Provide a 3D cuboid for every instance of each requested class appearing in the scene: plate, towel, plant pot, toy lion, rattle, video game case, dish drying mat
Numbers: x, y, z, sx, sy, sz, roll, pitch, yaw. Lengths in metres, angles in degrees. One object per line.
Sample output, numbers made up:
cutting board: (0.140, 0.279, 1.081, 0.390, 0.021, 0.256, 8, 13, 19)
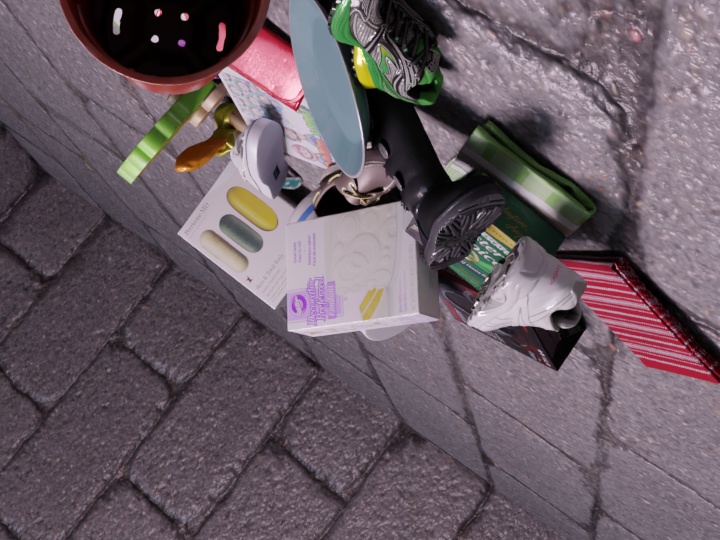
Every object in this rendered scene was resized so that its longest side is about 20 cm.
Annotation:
plate: (-0.027, -0.194, 1.065, 0.200, 0.025, 0.201, 159, 90, -78)
towel: (0.161, -0.083, 1.097, 0.149, 0.031, 0.200, 36, 165, 0)
plant pot: (-0.197, -0.272, 1.058, 0.200, 0.201, 0.195, 39, 174, -6)
toy lion: (-0.283, -0.205, 1.502, 0.069, 0.192, 0.200, 40, 168, -12)
rattle: (-0.178, -0.146, 1.561, 0.129, 0.144, 0.200, 14, 154, 16)
towel: (0.307, 0.050, 1.157, 0.200, 0.023, 0.144, 44, 168, -17)
video game case: (-0.087, -0.196, 1.323, 0.181, 0.024, 0.200, 24, 163, 22)
dish drying mat: (-0.144, -0.264, 1.193, 0.199, 0.018, 0.077, 34, 133, -2)

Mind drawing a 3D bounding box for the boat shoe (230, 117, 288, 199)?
boat shoe: (-0.143, -0.152, 1.381, 0.065, 0.074, 0.200, 24, 162, 8)

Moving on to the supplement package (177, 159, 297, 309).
supplement package: (-0.165, -0.058, 1.706, 0.200, 0.152, 0.151, 37, -176, 3)

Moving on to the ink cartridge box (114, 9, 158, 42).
ink cartridge box: (-0.241, -0.345, 1.228, 0.199, 0.048, 0.146, -14, 131, 43)

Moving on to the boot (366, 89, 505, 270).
boot: (0.061, -0.120, 1.016, 0.165, 0.065, 0.201, 120, 132, -64)

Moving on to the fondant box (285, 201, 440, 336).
fondant box: (0.000, 0.000, 1.315, 0.199, 0.145, 0.058, -10, 166, 32)

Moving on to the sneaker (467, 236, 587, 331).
sneaker: (0.174, 0.036, 1.067, 0.099, 0.078, 0.200, 28, 166, 0)

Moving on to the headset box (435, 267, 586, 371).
headset box: (0.173, 0.028, 1.324, 0.199, 0.077, 0.149, 26, 163, 38)

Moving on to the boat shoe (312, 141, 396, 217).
boat shoe: (-0.002, -0.108, 1.296, 0.072, 0.060, 0.200, 31, 159, -20)

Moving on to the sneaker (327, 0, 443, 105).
sneaker: (0.032, -0.212, 0.909, 0.085, 0.078, 0.200, 26, 173, 20)

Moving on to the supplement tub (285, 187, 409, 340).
supplement tub: (-0.001, -0.016, 1.432, 0.200, 0.132, 0.132, 48, 174, 30)

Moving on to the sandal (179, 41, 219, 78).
sandal: (-0.224, -0.290, 1.362, 0.202, 0.050, 0.082, 38, 168, 0)

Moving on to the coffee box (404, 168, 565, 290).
coffee box: (0.131, -0.040, 1.145, 0.123, 0.044, 0.200, 38, 164, -8)
